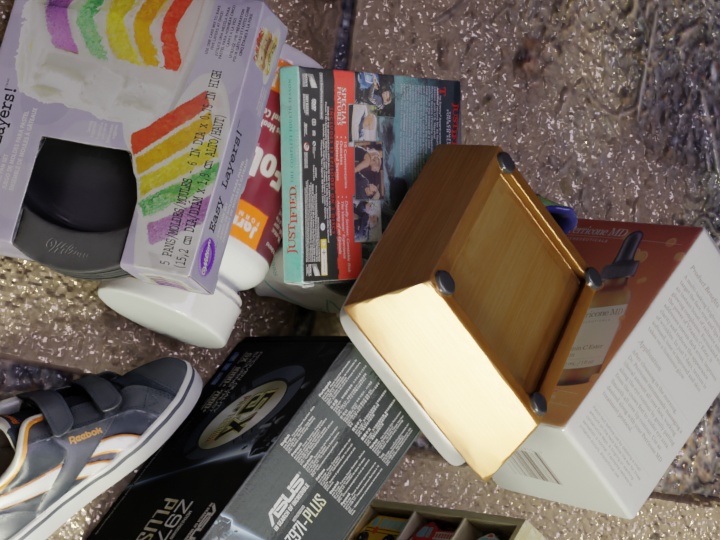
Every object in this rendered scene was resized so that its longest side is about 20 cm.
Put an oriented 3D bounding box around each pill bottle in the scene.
[{"bbox_3d":[-0.101,-0.057,1.322,0.114,0.114,0.201,28,74,-27],"label":"pill bottle"}]

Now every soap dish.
[{"bbox_3d":[0.081,0.019,1.303,0.158,0.081,0.200,52,38,-17],"label":"soap dish"}]

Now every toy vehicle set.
[{"bbox_3d":[0.035,0.225,1.344,0.026,0.199,0.125,42,67,-23],"label":"toy vehicle set"}]

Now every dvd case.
[{"bbox_3d":[0.012,-0.066,1.343,0.199,0.022,0.148,-4,93,-53],"label":"dvd case"}]

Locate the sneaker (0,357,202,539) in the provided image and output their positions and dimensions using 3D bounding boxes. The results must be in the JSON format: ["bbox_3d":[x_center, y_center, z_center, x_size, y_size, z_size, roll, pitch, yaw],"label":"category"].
[{"bbox_3d":[-0.195,0.109,1.280,0.200,0.078,0.080,-41,114,-24],"label":"sneaker"}]

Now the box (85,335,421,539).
[{"bbox_3d":[-0.073,0.146,1.303,0.086,0.163,0.200,46,67,-21],"label":"box"}]

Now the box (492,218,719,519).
[{"bbox_3d":[0.182,0.069,1.459,0.200,0.152,0.107,-52,121,-22],"label":"box"}]

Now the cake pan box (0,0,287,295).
[{"bbox_3d":[-0.161,-0.090,1.258,0.052,0.183,0.202,43,61,-66],"label":"cake pan box"}]

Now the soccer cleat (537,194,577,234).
[{"bbox_3d":[0.112,0.021,1.434,0.065,0.083,0.201,68,33,-46],"label":"soccer cleat"}]

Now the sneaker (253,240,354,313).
[{"bbox_3d":[0.000,0.000,1.412,0.199,0.080,0.071,13,70,-49],"label":"sneaker"}]
